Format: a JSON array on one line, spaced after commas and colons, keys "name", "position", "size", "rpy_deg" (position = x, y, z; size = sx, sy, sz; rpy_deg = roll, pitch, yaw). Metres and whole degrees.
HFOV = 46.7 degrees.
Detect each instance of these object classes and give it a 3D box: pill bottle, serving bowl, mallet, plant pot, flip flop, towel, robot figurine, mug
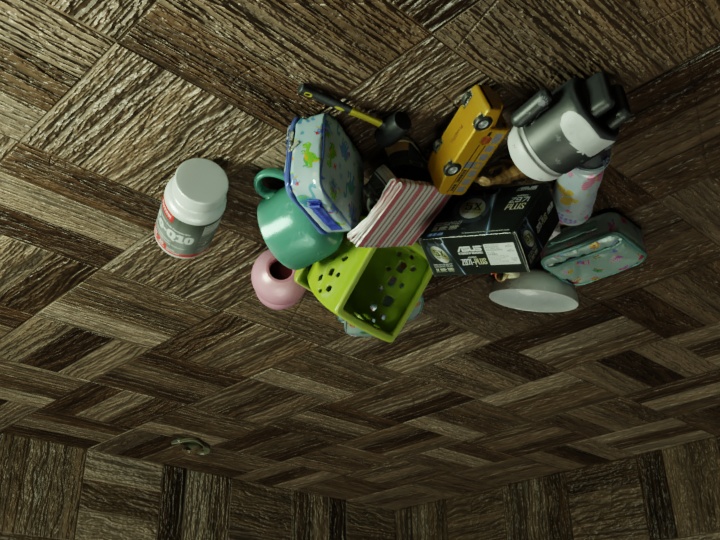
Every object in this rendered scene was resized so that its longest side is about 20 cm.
[{"name": "pill bottle", "position": [-0.313, -0.114, 1.548], "size": [0.114, 0.114, 0.200], "rpy_deg": [9, 151, -18]}, {"name": "serving bowl", "position": [0.395, 0.039, 1.889], "size": [0.199, 0.066, 0.200], "rpy_deg": [9, 166, 2]}, {"name": "mallet", "position": [-0.016, -0.257, 1.378], "size": [0.200, 0.041, 0.066], "rpy_deg": [16, 150, -19]}, {"name": "plant pot", "position": [0.000, 0.000, 1.660], "size": [0.181, 0.200, 0.199], "rpy_deg": [27, 177, 43]}, {"name": "flip flop", "position": [-0.616, 0.651, 3.041], "size": [0.081, 0.058, 0.200], "rpy_deg": [-11, 151, 18]}, {"name": "towel", "position": [0.076, -0.103, 1.477], "size": [0.200, 0.030, 0.146], "rpy_deg": [-3, 137, -55]}, {"name": "robot figurine", "position": [0.330, -0.230, 1.337], "size": [0.200, 0.125, 0.150], "rpy_deg": [-35, 96, 39]}, {"name": "mug", "position": [-0.109, -0.098, 1.544], "size": [0.114, 0.152, 0.185], "rpy_deg": [-24, 143, 24]}]

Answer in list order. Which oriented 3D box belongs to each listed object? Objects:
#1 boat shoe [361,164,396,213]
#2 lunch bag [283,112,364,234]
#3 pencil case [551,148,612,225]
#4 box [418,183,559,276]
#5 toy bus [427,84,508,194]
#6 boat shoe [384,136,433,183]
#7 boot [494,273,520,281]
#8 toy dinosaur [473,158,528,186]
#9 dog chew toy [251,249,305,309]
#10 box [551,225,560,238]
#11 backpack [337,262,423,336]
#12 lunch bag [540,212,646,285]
[{"name": "boat shoe", "position": [0.041, -0.133, 1.531], "size": [0.071, 0.072, 0.200], "rpy_deg": [-36, 158, 1]}, {"name": "lunch bag", "position": [-0.060, -0.158, 1.414], "size": [0.082, 0.161, 0.200], "rpy_deg": [-5, 158, 19]}, {"name": "pencil case", "position": [0.397, -0.164, 1.512], "size": [0.083, 0.091, 0.200], "rpy_deg": [35, 158, 19]}, {"name": "box", "position": [0.235, -0.073, 1.512], "size": [0.200, 0.164, 0.086], "rpy_deg": [-2, 124, 39]}, {"name": "toy bus", "position": [0.182, -0.215, 1.395], "size": [0.078, 0.065, 0.200], "rpy_deg": [1, 142, -28]}, {"name": "boat shoe", "position": [0.105, -0.169, 1.515], "size": [0.074, 0.062, 0.200], "rpy_deg": [-16, 150, 23]}, {"name": "boot", "position": [0.273, -0.031, 1.691], "size": [0.075, 0.108, 0.200], "rpy_deg": [11, 176, -16]}, {"name": "toy dinosaur", "position": [0.295, -0.186, 1.470], "size": [0.200, 0.061, 0.106], "rpy_deg": [-30, -176, -2]}, {"name": "dog chew toy", "position": [-0.178, 0.028, 1.826], "size": [0.124, 0.125, 0.200], "rpy_deg": [3, 160, -8]}, {"name": "box", "position": [0.309, -0.106, 1.662], "size": [0.200, 0.039, 0.041], "rpy_deg": [15, 151, -27]}, {"name": "backpack", "position": [0.044, 0.057, 1.850], "size": [0.199, 0.154, 0.176], "rpy_deg": [-7, 147, -4]}, {"name": "lunch bag", "position": [0.480, -0.043, 1.746], "size": [0.200, 0.077, 0.160], "rpy_deg": [-25, 144, 37]}]
